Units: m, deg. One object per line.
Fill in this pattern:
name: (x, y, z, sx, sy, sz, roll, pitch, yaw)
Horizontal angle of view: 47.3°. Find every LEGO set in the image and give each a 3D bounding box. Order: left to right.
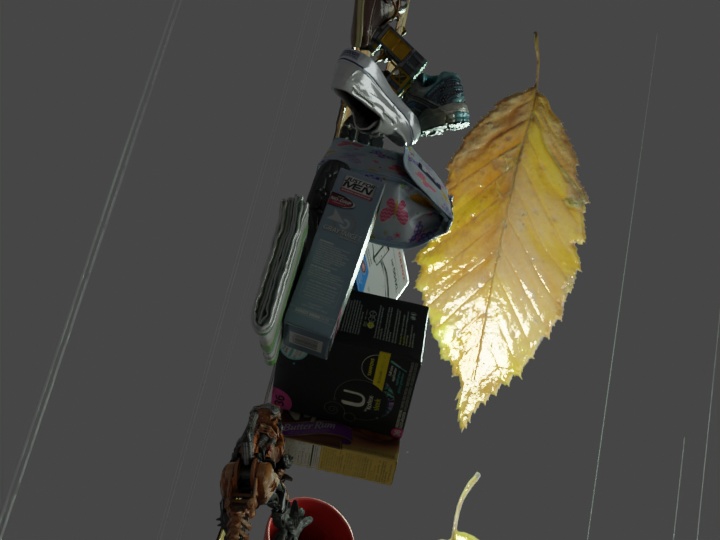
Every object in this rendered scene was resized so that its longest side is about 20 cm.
LEGO set: (0.019, -0.307, 1.259, 0.154, 0.116, 0.200, -47, -177, 15)

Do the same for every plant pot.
plant pot: (-0.128, 0.614, 1.734, 0.201, 0.198, 0.179, -75, -174, -55)

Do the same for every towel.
towel: (-0.090, 0.018, 0.904, 0.200, 0.030, 0.151, 105, 0, -73)

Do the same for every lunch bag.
lunch bag: (0.038, -0.114, 1.188, 0.170, 0.197, 0.129, -71, 174, -68)

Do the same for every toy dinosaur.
toy dinosaur: (-0.119, 0.234, 0.875, 0.200, 0.101, 0.137, -48, 142, -48)

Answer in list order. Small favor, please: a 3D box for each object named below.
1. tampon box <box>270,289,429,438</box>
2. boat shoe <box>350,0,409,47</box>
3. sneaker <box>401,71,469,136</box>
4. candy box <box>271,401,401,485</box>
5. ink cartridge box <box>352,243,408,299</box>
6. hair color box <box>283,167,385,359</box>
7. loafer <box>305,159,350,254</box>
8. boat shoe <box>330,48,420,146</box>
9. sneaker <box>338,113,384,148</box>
tampon box: (-0.016, 0.125, 1.184, 0.127, 0.197, 0.151, -74, 176, -55)
boat shoe: (0.033, -0.379, 1.133, 0.073, 0.071, 0.202, 101, 2, -51)
sneaker: (0.097, -0.246, 1.220, 0.199, 0.077, 0.088, 4, -82, 62)
candy box: (-0.040, 0.234, 1.206, 0.117, 0.197, 0.057, -74, 177, -55)
ink cartridge box: (0.000, 0.000, 1.324, 0.200, 0.083, 0.148, -50, 134, -55)
hair color box: (-0.032, -0.007, 0.976, 0.099, 0.060, 0.202, 105, 3, -70)
loafer: (-0.053, -0.045, 1.086, 0.070, 0.067, 0.203, -178, -83, -70)
boat shoe: (0.016, -0.216, 1.116, 0.200, 0.073, 0.066, 40, 73, -49)
sneaker: (-0.020, -0.172, 1.347, 0.080, 0.077, 0.202, -32, -143, 64)
